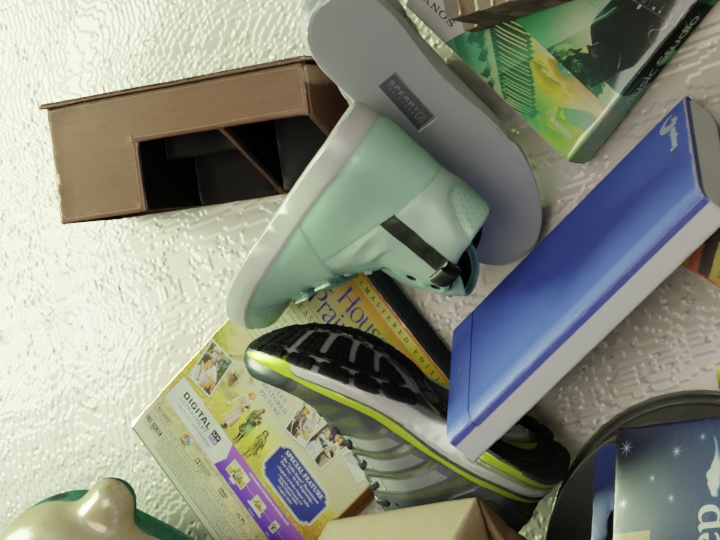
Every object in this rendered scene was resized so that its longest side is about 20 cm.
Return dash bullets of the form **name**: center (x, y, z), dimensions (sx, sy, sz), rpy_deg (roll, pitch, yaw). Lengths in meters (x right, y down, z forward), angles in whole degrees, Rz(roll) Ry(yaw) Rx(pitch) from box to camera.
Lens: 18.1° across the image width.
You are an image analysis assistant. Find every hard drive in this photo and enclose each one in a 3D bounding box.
- **hard drive**: center (0.123, 0.003, 1.258), dimensions (0.025, 0.132, 0.200), rpy_deg (38, 114, -14)

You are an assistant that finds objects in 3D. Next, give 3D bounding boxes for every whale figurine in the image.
- **whale figurine**: center (-0.134, 0.197, 1.424), dimensions (0.199, 0.104, 0.160), rpy_deg (-5, 107, 23)

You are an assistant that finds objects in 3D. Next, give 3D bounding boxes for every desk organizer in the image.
- **desk organizer**: center (-0.095, -0.080, 1.407), dimensions (0.199, 0.072, 0.077), rpy_deg (-7, 91, 30)

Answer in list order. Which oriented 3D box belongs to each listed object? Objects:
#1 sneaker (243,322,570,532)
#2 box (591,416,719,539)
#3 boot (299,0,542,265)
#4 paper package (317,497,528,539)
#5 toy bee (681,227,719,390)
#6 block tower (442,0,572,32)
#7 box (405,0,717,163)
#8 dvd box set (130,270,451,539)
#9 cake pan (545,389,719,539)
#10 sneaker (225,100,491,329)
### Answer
- **sneaker**: center (0.017, 0.099, 1.314), dimensions (0.200, 0.074, 0.081), rpy_deg (28, 115, 10)
- **box**: center (0.193, 0.137, 1.189), dimensions (0.200, 0.032, 0.122), rpy_deg (-13, 66, 42)
- **boot**: center (0.038, -0.099, 1.330), dimensions (0.073, 0.096, 0.200), rpy_deg (-32, 109, 12)
- **paper package**: center (0.018, 0.231, 1.249), dimensions (0.191, 0.103, 0.200), rpy_deg (-62, 17, -21)
- **toy bee**: center (0.223, -0.002, 1.169), dimensions (0.200, 0.108, 0.131), rpy_deg (-2, 81, 54)
- **block tower**: center (0.131, -0.185, 1.243), dimensions (0.200, 0.058, 0.054), rpy_deg (-16, 83, 30)
- **box**: center (0.135, -0.182, 1.292), dimensions (0.144, 0.036, 0.200), rpy_deg (45, 113, 21)
- **dvd box set**: center (-0.038, 0.085, 1.403), dimensions (0.200, 0.029, 0.146), rpy_deg (-48, 70, 23)
- **cake pan**: center (0.189, 0.168, 1.273), dimensions (0.200, 0.037, 0.201), rpy_deg (1, 92, 29)
- **sneaker**: center (0.000, 0.000, 1.307), dimensions (0.118, 0.074, 0.200), rpy_deg (35, 141, -2)
